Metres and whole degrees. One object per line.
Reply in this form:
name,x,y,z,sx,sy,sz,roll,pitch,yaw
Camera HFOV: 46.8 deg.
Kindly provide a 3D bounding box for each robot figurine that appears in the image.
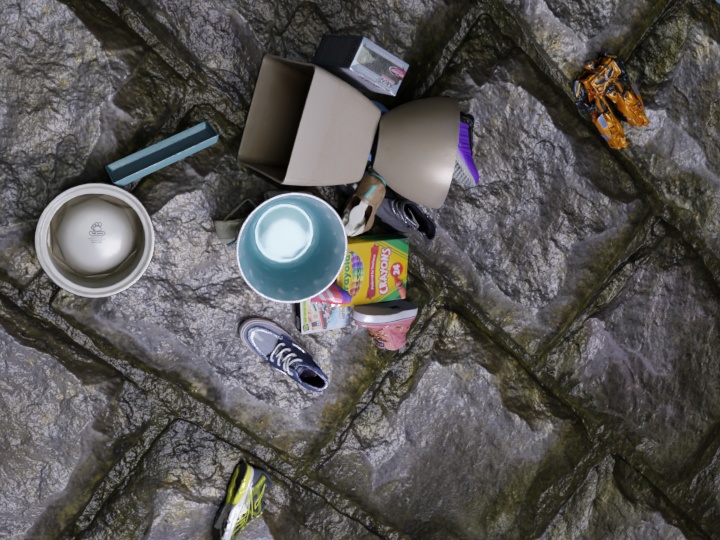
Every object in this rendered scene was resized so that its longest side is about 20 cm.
robot figurine,0.537,-0.368,1.780,0.145,0.058,0.200,-44,118,-6

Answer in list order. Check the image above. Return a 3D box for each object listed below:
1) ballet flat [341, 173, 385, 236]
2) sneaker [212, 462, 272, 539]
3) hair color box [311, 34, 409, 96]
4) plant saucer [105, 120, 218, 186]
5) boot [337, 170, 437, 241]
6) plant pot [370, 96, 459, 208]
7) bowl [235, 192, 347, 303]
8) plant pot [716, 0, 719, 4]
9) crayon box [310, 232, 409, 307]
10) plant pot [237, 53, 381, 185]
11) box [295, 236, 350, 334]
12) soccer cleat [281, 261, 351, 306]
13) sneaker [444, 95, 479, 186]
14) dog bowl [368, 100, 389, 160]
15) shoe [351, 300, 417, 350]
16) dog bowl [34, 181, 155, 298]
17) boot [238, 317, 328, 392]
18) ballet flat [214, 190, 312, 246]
ballet flat,-0.003,-0.107,1.561,0.067,0.200,0.073,34,64,-1
sneaker,-0.239,0.496,1.701,0.084,0.074,0.202,18,98,-27
hair color box,-0.004,-0.366,1.472,0.098,0.200,0.061,24,96,-27
plant saucer,-0.345,-0.203,1.453,0.198,0.070,0.019,-27,130,-14
boot,0.056,-0.134,1.603,0.199,0.131,0.070,32,85,-28
plant pot,0.091,-0.222,1.510,0.133,0.200,0.203,8,103,-7
bowl,-0.130,-0.054,1.493,0.198,0.105,0.204,-5,111,-13
plant pot,0.869,-0.669,1.790,0.198,0.134,0.203,-7,108,-22
crayon box,0.000,0.000,1.631,0.198,0.051,0.129,-7,108,-31
plant pot,-0.081,-0.254,1.486,0.175,0.199,0.202,10,102,-35
box,-0.076,0.019,1.650,0.109,0.035,0.203,-8,109,-21
soccer cleat,-0.107,0.015,1.571,0.198,0.067,0.077,15,93,16
sneaker,0.200,-0.263,1.664,0.100,0.069,0.201,-45,120,-14
dog bowl,0.058,-0.247,1.619,0.199,0.050,0.112,31,92,-27
shoe,0.043,0.116,1.676,0.199,0.071,0.092,-4,113,-56
dog bowl,-0.460,-0.059,1.442,0.198,0.074,0.203,-6,108,-20
boot,-0.146,0.166,1.632,0.199,0.090,0.073,34,91,-28
ballet flat,-0.181,-0.114,1.551,0.199,0.067,0.063,-30,102,-13
